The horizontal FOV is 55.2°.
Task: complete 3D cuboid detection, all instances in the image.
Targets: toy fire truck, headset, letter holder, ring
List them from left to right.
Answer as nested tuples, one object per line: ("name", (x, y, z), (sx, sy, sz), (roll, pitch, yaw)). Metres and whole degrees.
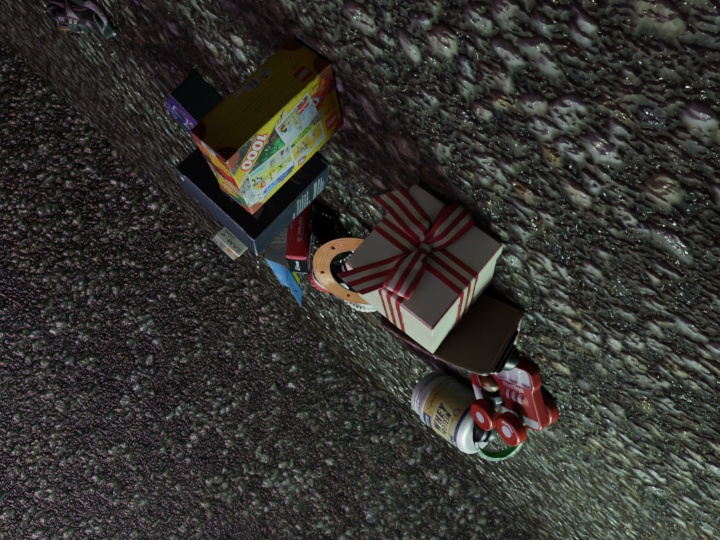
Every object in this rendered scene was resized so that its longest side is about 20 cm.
("ring", (0.000, 0.000, 1.423), (0.200, 0.019, 0.201), (9, 138, 9))
("letter holder", (0.148, 0.104, 1.148), (0.200, 0.142, 0.101), (25, 151, 21))
("headset", (0.325, 0.373, 1.620), (0.094, 0.123, 0.201), (-106, 2, -65))
("toy fire truck", (0.292, 0.236, 1.370), (0.200, 0.112, 0.168), (19, 128, 59))

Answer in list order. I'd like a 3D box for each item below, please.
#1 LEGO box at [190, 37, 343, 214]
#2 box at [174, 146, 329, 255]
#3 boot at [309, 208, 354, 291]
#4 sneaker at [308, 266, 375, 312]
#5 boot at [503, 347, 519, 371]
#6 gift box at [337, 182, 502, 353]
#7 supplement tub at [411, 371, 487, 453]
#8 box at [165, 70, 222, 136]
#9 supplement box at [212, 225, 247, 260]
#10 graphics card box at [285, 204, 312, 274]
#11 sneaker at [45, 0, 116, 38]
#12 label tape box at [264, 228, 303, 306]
("LEGO box", (-0.126, -0.201, 0.977), (0.077, 0.200, 0.149), (39, 167, 19))
("box", (-0.196, -0.172, 1.276), (0.197, 0.200, 0.117), (42, 167, 5))
("boot", (-0.024, -0.028, 1.481), (0.211, 0.079, 0.158), (40, 166, 17))
("sneaker", (-0.019, 0.035, 1.603), (0.200, 0.078, 0.082), (22, 148, -13))
("boot", (0.209, 0.144, 1.307), (0.144, 0.073, 0.200), (13, -177, -21))
("gift box", (0.080, -0.005, 1.030), (0.200, 0.185, 0.187), (33, 166, 15))
("supplement tub", (0.241, 0.360, 1.775), (0.200, 0.144, 0.145), (29, 161, 44))
("box", (-0.314, -0.309, 1.468), (0.200, 0.079, 0.141), (46, 169, -13))
("supplement box", (-0.237, -0.120, 1.552), (0.074, 0.200, 0.126), (45, 166, -9))
("graphics card box", (-0.135, -0.070, 1.551), (0.051, 0.126, 0.200), (5, 169, -3))
("sneaker", (-0.645, -0.574, 1.582), (0.200, 0.086, 0.080), (36, 167, 27))
("label tape box", (-0.186, -0.028, 1.713), (0.063, 0.201, 0.144), (-2, 153, 10))
